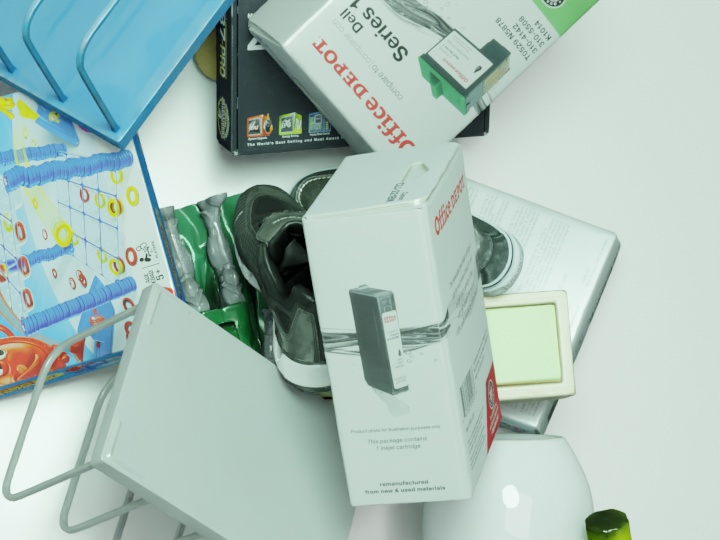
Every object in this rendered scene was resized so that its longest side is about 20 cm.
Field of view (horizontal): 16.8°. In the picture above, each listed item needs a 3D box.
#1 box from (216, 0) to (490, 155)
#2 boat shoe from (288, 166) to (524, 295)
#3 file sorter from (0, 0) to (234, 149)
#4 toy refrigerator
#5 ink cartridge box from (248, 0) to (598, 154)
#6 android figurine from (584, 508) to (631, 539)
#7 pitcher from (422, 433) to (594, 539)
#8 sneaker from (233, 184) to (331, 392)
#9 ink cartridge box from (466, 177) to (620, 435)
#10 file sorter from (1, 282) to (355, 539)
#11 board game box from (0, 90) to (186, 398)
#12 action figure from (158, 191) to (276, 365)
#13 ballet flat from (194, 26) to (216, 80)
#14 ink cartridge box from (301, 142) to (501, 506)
[{"bbox_3d":[-0.004,-0.171,1.754,0.200,0.049,0.161,-4,108,-18],"label":"box"},{"bbox_3d":[0.022,-0.039,1.712,0.200,0.071,0.072,15,79,35],"label":"boat shoe"},{"bbox_3d":[-0.213,-0.204,1.653,0.200,0.123,0.139,30,76,20],"label":"file sorter"},{"bbox_3d":[0.046,0.060,1.715,0.200,0.070,0.076,-4,85,-3],"label":"toy refrigerator"},{"bbox_3d":[0.045,-0.181,1.694,0.200,0.084,0.146,-44,116,-2],"label":"ink cartridge box"},{"bbox_3d":[0.163,0.271,1.690,0.182,0.041,0.200,-32,123,-38],"label":"android figurine"},{"bbox_3d":[0.126,0.217,1.740,0.172,0.121,0.200,-1,90,-32],"label":"pitcher"},{"bbox_3d":[-0.044,-0.012,1.661,0.066,0.091,0.200,-9,40,-10],"label":"sneaker"},{"bbox_3d":[0.071,0.014,1.802,0.200,0.057,0.163,20,76,14],"label":"ink cartridge box"},{"bbox_3d":[-0.115,0.132,1.628,0.200,0.125,0.139,36,49,-28],"label":"file sorter"},{"bbox_3d":[-0.236,-0.020,1.704,0.196,0.056,0.200,-17,82,1],"label":"board game box"},{"bbox_3d":[-0.098,0.047,1.750,0.118,0.055,0.200,-16,87,-17],"label":"action figure"},{"bbox_3d":[-0.026,-0.192,1.801,0.200,0.063,0.069,-19,81,-14],"label":"ballet flat"},{"bbox_3d":[0.030,0.032,1.582,0.084,0.144,0.200,-4,108,13],"label":"ink cartridge box"}]
